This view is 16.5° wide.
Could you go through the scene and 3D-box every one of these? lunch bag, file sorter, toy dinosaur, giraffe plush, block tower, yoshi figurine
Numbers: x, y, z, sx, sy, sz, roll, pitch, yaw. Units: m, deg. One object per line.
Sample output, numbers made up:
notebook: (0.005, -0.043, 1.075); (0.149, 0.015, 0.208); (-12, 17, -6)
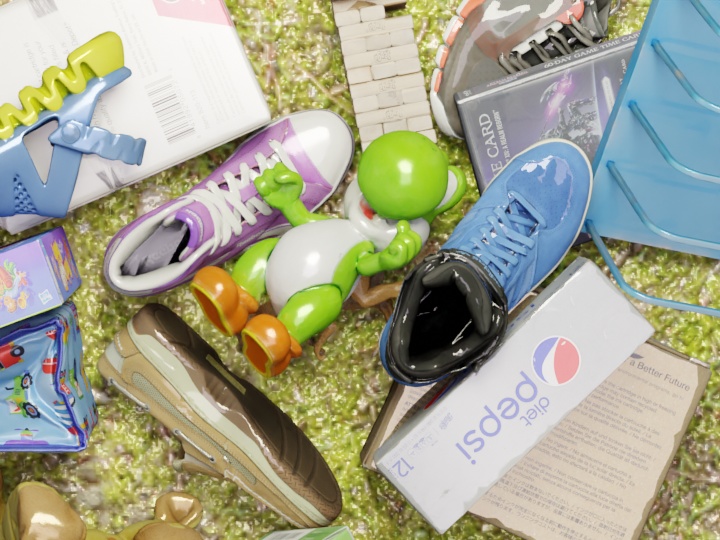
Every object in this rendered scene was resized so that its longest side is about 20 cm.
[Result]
lunch bag: (-0.285, 0.088, 1.678); (0.199, 0.151, 0.095); (-11, 94, -2)
file sorter: (0.251, -0.081, 1.663); (0.138, 0.123, 0.201); (10, 115, -18)
toy dinosaur: (0.000, 0.000, 1.733); (0.200, 0.060, 0.106); (-42, 93, 0)
giraffe plush: (-0.170, 0.218, 1.694); (0.161, 0.200, 0.174); (1, 99, -20)
block tower: (0.007, -0.180, 1.720); (0.054, 0.058, 0.201); (-11, 88, 1)
yoshi figurine: (-0.013, -0.027, 1.648); (0.200, 0.112, 0.113); (-39, 106, -17)

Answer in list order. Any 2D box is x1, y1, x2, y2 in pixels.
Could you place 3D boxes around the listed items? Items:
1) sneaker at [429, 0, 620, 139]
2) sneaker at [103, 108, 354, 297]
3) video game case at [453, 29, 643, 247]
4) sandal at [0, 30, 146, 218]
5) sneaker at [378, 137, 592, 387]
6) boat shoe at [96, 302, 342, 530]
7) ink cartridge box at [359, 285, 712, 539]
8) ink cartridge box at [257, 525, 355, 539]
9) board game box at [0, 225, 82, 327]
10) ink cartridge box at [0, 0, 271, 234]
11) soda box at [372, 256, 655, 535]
sneaker: (0.125, -0.170, 1.705); (0.082, 0.077, 0.201); (35, 91, 36)
sneaker: (-0.087, -0.041, 1.700); (0.200, 0.114, 0.073); (-36, 93, -1)
video game case: (0.175, -0.092, 1.723); (0.199, 0.019, 0.144); (-18, 123, -1)
sandal: (-0.219, -0.067, 1.629); (0.200, 0.079, 0.087); (-37, 97, 3)
sneaker: (0.087, -0.004, 1.639); (0.077, 0.111, 0.200); (43, 89, -2)
boat shoe: (-0.101, 0.115, 1.738); (0.200, 0.072, 0.076); (46, 107, 0)
ink cartridge box: (0.120, 0.100, 1.736); (0.199, 0.075, 0.166); (25, 90, -2)
ink cartridge box: (-0.011, 0.277, 1.715); (0.059, 0.104, 0.201); (-33, 101, -31)
board game box: (-0.261, 0.017, 1.651); (0.134, 0.200, 0.045); (-20, 94, -1)
ink cartridge box: (-0.178, -0.130, 1.705); (0.199, 0.083, 0.147); (-23, 94, -1)
soda box: (0.101, 0.083, 1.665); (0.200, 0.063, 0.068); (-44, 93, 0)
